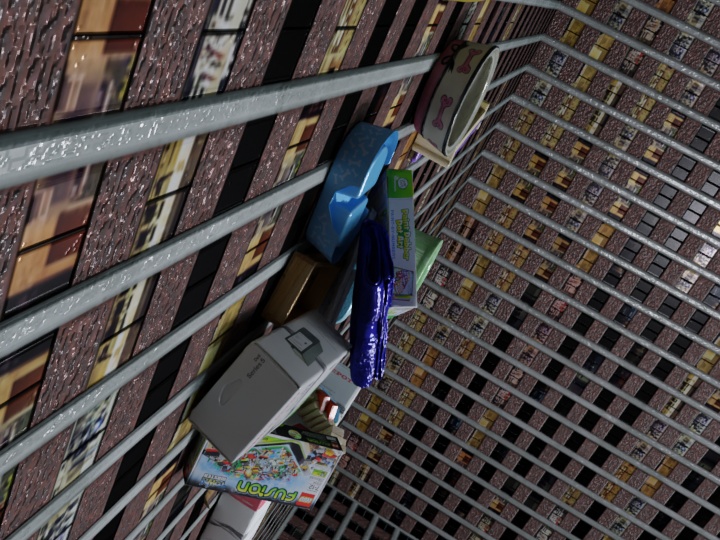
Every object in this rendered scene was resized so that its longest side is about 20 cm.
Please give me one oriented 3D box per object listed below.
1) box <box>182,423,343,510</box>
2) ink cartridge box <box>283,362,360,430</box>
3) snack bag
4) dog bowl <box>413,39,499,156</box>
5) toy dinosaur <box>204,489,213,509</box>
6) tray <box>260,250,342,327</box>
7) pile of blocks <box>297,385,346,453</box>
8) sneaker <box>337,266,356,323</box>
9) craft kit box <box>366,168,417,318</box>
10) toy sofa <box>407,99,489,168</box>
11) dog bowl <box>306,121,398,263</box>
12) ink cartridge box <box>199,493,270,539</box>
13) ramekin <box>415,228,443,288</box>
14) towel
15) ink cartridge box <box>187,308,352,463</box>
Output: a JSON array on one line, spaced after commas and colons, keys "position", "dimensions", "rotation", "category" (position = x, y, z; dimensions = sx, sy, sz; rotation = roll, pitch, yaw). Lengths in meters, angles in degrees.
[{"position": [-0.135, 0.266, 1.061], "dimensions": [0.111, 0.199, 0.035], "rotation": [-63, -153, 15], "category": "box"}, {"position": [-0.105, 0.223, 1.229], "dimensions": [0.200, 0.145, 0.084], "rotation": [-50, 169, -50], "category": "ink cartridge box"}, {"position": [-0.025, 0.006, 1.201], "dimensions": [0.189, 0.021, 0.202], "rotation": [155, -43, -81], "category": "snack bag"}, {"position": [0.160, -0.302, 1.294], "dimensions": [0.201, 0.073, 0.200], "rotation": [-59, 169, -19], "category": "dog bowl"}, {"position": [-0.220, 0.314, 1.202], "dimensions": [0.201, 0.060, 0.107], "rotation": [-67, 167, -46], "category": "toy dinosaur"}, {"position": [-0.081, 0.024, 1.086], "dimensions": [0.099, 0.037, 0.200], "rotation": [-61, 171, 4], "category": "tray"}, {"position": [-0.066, 0.183, 1.144], "dimensions": [0.062, 0.201, 0.082], "rotation": [-33, 180, 41], "category": "pile of blocks"}, {"position": [0.000, 0.000, 1.367], "dimensions": [0.201, 0.079, 0.130], "rotation": [-53, 172, 11], "category": "sneaker"}, {"position": [0.042, -0.032, 1.154], "dimensions": [0.200, 0.048, 0.200], "rotation": [140, -48, -78], "category": "craft kit box"}, {"position": [0.174, -0.272, 1.480], "dimensions": [0.200, 0.082, 0.098], "rotation": [-52, 168, -48], "category": "toy sofa"}, {"position": [-0.015, -0.105, 0.997], "dimensions": [0.201, 0.049, 0.112], "rotation": [-66, 171, 30], "category": "dog bowl"}, {"position": [-0.235, 0.474, 1.516], "dimensions": [0.201, 0.084, 0.146], "rotation": [-65, 171, 16], "category": "ink cartridge box"}, {"position": [0.139, -0.020, 2.095], "dimensions": [0.201, 0.097, 0.200], "rotation": [-59, 172, -14], "category": "ramekin"}, {"position": [0.016, 0.048, 1.063], "dimensions": [0.148, 0.049, 0.201], "rotation": [-91, -173, -51], "category": "towel"}, {"position": [-0.112, 0.145, 0.990], "dimensions": [0.146, 0.084, 0.200], "rotation": [-49, 172, 19], "category": "ink cartridge box"}]
